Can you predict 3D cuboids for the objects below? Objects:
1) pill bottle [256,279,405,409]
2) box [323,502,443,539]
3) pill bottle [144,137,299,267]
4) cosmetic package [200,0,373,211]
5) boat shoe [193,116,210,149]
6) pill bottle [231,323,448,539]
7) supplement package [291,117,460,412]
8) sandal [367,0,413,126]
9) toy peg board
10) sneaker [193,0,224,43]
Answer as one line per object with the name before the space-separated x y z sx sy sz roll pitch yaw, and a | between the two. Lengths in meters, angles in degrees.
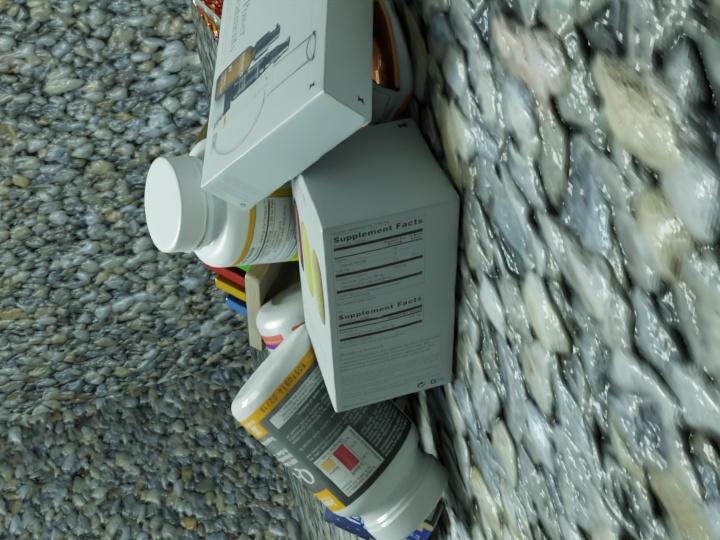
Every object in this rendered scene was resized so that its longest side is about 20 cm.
pill bottle | -0.023 0.109 1.025 0.203 0.111 0.112 64 172 -13
box | 0.020 0.272 1.062 0.201 0.119 0.033 96 -161 -62
pill bottle | -0.083 -0.062 0.846 0.108 0.197 0.112 10 103 54
cosmetic package | -0.055 -0.169 0.747 0.150 0.051 0.204 -28 49 39
boat shoe | -0.130 -0.174 1.116 0.200 0.064 0.073 -47 47 45
pill bottle | -0.017 0.157 0.911 0.200 0.117 0.116 45 170 -5
supplement package | 0.011 -0.002 0.788 0.115 0.107 0.203 -115 16 -46
sandal | -0.001 -0.152 0.807 0.207 0.058 0.081 109 146 -71
toy peg board | -0.108 -0.047 1.103 0.202 0.096 0.200 -61 -8 -24
sneaker | -0.105 -0.225 0.961 0.202 0.072 0.078 79 -152 -44
